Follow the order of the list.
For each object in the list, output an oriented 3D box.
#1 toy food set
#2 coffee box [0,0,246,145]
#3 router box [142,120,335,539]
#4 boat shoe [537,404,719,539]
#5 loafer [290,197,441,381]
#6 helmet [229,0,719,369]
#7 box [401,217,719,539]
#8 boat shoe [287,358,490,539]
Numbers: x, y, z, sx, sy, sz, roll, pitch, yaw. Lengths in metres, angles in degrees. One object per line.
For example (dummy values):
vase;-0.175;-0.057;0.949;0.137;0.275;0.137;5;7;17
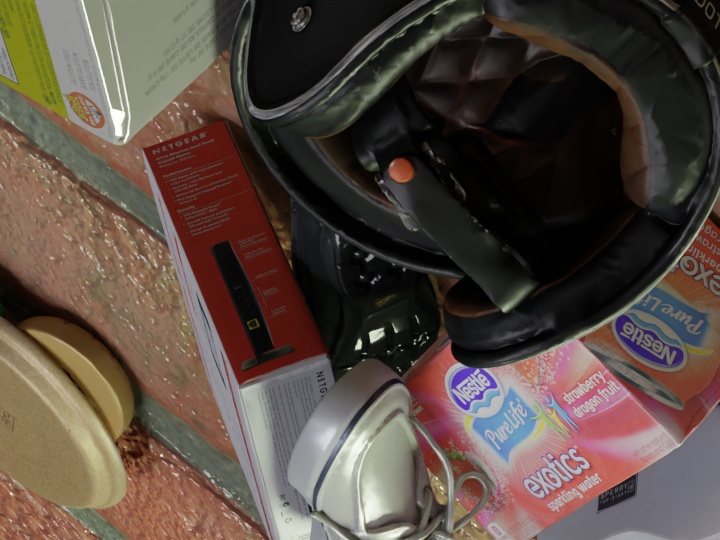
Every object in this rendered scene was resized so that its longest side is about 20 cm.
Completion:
toy food set;-0.229;0.081;1.705;0.198;0.049;0.200;31;150;24
coffee box;-0.117;-0.214;0.978;0.197;0.200;0.200;28;150;29
router box;-0.052;0.053;1.330;0.200;0.049;0.180;78;170;-48
boat shoe;0.159;0.112;1.221;0.056;0.069;0.200;18;160;-23
loafer;0.000;0.000;1.277;0.201;0.068;0.071;84;162;-58
helmet;0.049;-0.076;0.955;0.200;0.200;0.191;56;-170;-23
box;0.097;0.042;1.159;0.103;0.095;0.200;46;153;0
boat shoe;0.019;0.119;1.190;0.086;0.075;0.202;36;154;21
